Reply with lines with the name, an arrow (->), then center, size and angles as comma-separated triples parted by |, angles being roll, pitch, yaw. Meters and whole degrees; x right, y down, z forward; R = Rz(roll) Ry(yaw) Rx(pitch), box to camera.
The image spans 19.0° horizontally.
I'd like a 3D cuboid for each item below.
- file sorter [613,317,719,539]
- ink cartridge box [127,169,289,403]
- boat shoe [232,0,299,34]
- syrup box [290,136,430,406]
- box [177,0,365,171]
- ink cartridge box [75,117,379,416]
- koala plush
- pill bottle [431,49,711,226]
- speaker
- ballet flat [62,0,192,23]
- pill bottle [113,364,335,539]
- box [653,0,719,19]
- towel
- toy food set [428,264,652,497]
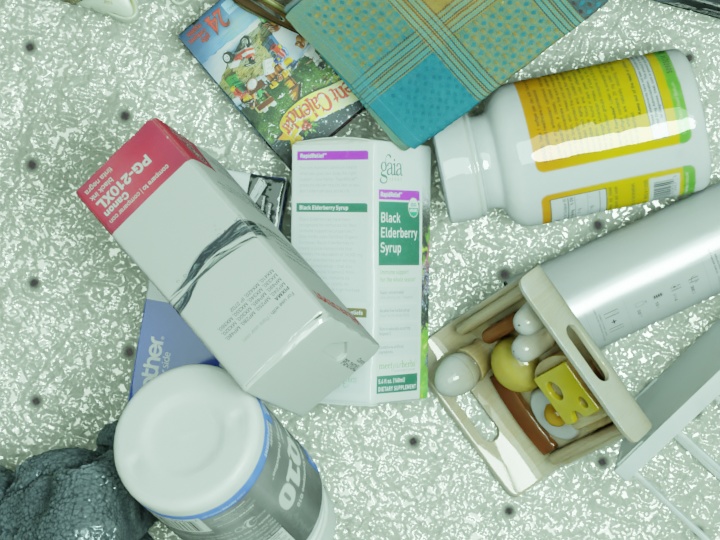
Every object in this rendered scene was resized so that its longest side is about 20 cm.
file sorter -> 0.306, 0.097, 1.598 | 0.124, 0.139, 0.200 | 41, 112, -3
ink cartridge box -> -0.118, 0.020, 1.676 | 0.094, 0.044, 0.200 | 9, 90, 2
boat shoe -> -0.010, -0.196, 1.625 | 0.200, 0.068, 0.072 | 14, 90, 0
syrup box -> 0.000, 0.000, 1.643 | 0.081, 0.079, 0.200 | 2, 91, 34
box -> -0.023, -0.194, 1.679 | 0.200, 0.038, 0.137 | -41, 89, 0
ink cartridge box -> -0.093, 0.001, 1.556 | 0.084, 0.145, 0.200 | -43, 71, 4
koala plush -> -0.254, 0.194, 1.625 | 0.200, 0.184, 0.178 | 6, 89, 12
pill bottle -> 0.158, -0.096, 1.641 | 0.200, 0.111, 0.111 | -12, 90, 0
speaker -> 0.217, 0.003, 1.656 | 0.200, 0.081, 0.081 | -25, 90, 1
ballet flat -> -0.162, -0.236, 1.670 | 0.200, 0.068, 0.075 | -23, 98, -3
pill bottle -> -0.093, 0.157, 1.589 | 0.114, 0.200, 0.114 | -8, 62, 16
box -> 0.272, -0.296, 1.628 | 0.158, 0.050, 0.200 | 8, 89, -42
towel -> 0.064, -0.195, 1.568 | 0.200, 0.022, 0.147 | -37, 103, 20
toy food set -> 0.121, 0.090, 1.608 | 0.060, 0.200, 0.144 | -35, 89, -27
